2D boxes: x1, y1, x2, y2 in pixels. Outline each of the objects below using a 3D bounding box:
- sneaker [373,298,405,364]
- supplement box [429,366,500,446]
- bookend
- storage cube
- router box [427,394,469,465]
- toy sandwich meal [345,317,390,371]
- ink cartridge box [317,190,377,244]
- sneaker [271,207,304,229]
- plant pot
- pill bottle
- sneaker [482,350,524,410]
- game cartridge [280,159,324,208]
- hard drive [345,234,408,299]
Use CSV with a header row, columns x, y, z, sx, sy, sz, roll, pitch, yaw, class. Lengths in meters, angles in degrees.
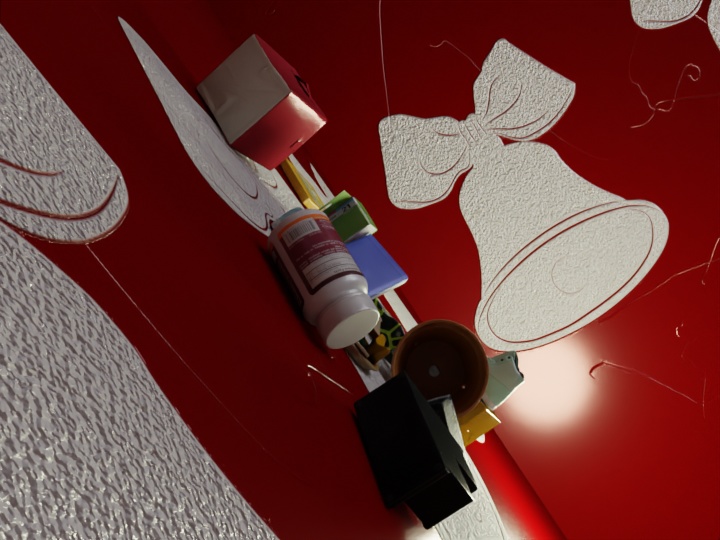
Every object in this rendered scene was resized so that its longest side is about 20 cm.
x,y,z,sx,sy,sz,roll,pitch,yaw,class
0.060,0.133,1.817,0.202,0.075,0.076,60,9,32,sneaker
0.198,0.284,1.841,0.202,0.132,0.197,58,6,26,supplement box
0.095,0.283,1.123,0.201,0.091,0.200,54,7,-33,bookend
-0.208,-0.349,1.707,0.172,0.199,0.179,57,12,20,storage cube
0.156,0.313,1.486,0.200,0.050,0.152,25,50,-78,router box
-0.004,0.094,1.491,0.207,0.070,0.205,55,5,-7,toy sandwich meal
-0.055,-0.086,1.718,0.076,0.147,0.200,56,6,8,ink cartridge box
-0.103,-0.074,1.555,0.075,0.081,0.200,57,5,10,sneaker
0.159,0.207,1.673,0.202,0.199,0.140,56,-3,6,plant pot
-0.057,0.013,1.263,0.202,0.113,0.114,59,6,27,pill bottle
0.282,0.195,1.779,0.202,0.117,0.074,58,8,33,sneaker
-0.150,-0.218,2.292,0.178,0.032,0.200,59,5,29,game cartridge
0.000,0.000,1.686,0.132,0.025,0.199,49,38,14,hard drive
